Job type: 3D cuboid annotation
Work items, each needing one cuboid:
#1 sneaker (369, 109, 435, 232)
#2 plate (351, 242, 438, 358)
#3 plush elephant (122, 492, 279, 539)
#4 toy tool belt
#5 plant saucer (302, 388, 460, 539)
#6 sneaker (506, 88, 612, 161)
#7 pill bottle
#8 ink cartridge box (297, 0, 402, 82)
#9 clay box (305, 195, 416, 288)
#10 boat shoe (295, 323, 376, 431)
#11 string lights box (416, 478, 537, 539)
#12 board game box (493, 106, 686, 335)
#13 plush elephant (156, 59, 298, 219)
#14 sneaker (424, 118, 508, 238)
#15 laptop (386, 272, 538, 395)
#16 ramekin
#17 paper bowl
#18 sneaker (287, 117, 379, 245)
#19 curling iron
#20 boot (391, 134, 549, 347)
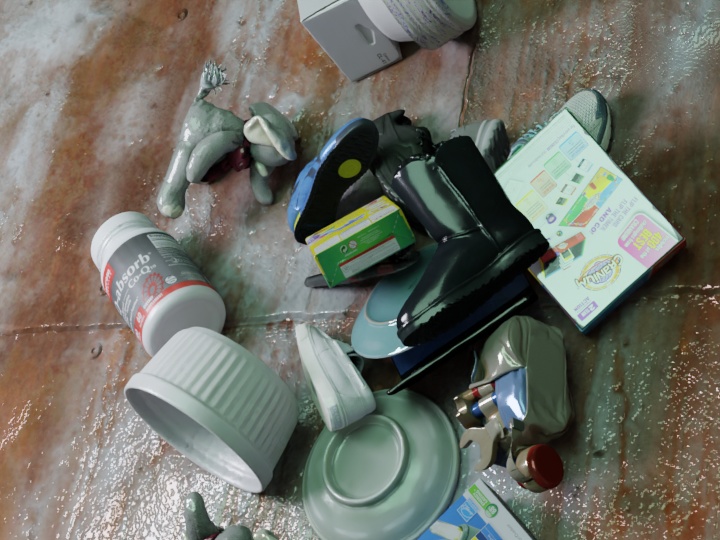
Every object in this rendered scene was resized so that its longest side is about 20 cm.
[{"bbox_3d":[0.059,-0.130,1.852,0.090,0.076,0.201,-33,52,2],"label":"sneaker"},{"bbox_3d":[0.065,0.021,1.728,0.199,0.026,0.201,-32,23,15],"label":"plate"},{"bbox_3d":[-0.172,0.324,1.662,0.163,0.202,0.156,-14,32,8],"label":"plush elephant"},{"bbox_3d":[0.160,0.155,1.601,0.123,0.124,0.202,-36,43,45],"label":"toy tool belt"},{"bbox_3d":[0.013,0.218,1.680,0.198,0.050,0.202,-16,55,24],"label":"plant saucer"},{"bbox_3d":[0.219,-0.133,1.742,0.077,0.086,0.201,27,79,39],"label":"sneaker"},{"bbox_3d":[-0.264,0.018,1.929,0.116,0.116,0.200,-44,49,1],"label":"pill bottle"},{"bbox_3d":[-0.025,-0.377,2.000,0.085,0.148,0.202,-23,52,19],"label":"ink cartridge box"},{"bbox_3d":[-0.003,-0.038,1.782,0.114,0.048,0.200,-29,8,0],"label":"clay box"},{"bbox_3d":[-0.029,0.114,1.741,0.068,0.073,0.200,-16,21,-8],"label":"boat shoe"},{"bbox_3d":[0.092,0.327,1.559,0.200,0.059,0.103,-45,50,1],"label":"string lights box"},{"bbox_3d":[0.237,-0.054,1.658,0.153,0.040,0.201,-41,74,5],"label":"board game box"},{"bbox_3d":[-0.155,-0.157,1.961,0.153,0.165,0.202,20,108,2],"label":"plush elephant"},{"bbox_3d":[0.112,-0.102,1.781,0.081,0.075,0.201,0,38,29],"label":"sneaker"},{"bbox_3d":[0.093,0.036,1.702,0.186,0.200,0.117,-35,84,9],"label":"laptop"},{"bbox_3d":[-0.164,0.156,1.737,0.199,0.201,0.105,19,63,38],"label":"ramekin"},{"bbox_3d":[0.055,-0.374,1.914,0.104,0.200,0.203,-28,51,22],"label":"paper bowl"},{"bbox_3d":[-0.042,-0.125,1.860,0.201,0.065,0.079,-59,36,39],"label":"sneaker"},{"bbox_3d":[0.000,0.000,1.805,0.199,0.026,0.050,-19,17,46],"label":"curling iron"},{"bbox_3d":[0.082,-0.035,1.623,0.199,0.077,0.169,-36,70,-7],"label":"boot"}]
